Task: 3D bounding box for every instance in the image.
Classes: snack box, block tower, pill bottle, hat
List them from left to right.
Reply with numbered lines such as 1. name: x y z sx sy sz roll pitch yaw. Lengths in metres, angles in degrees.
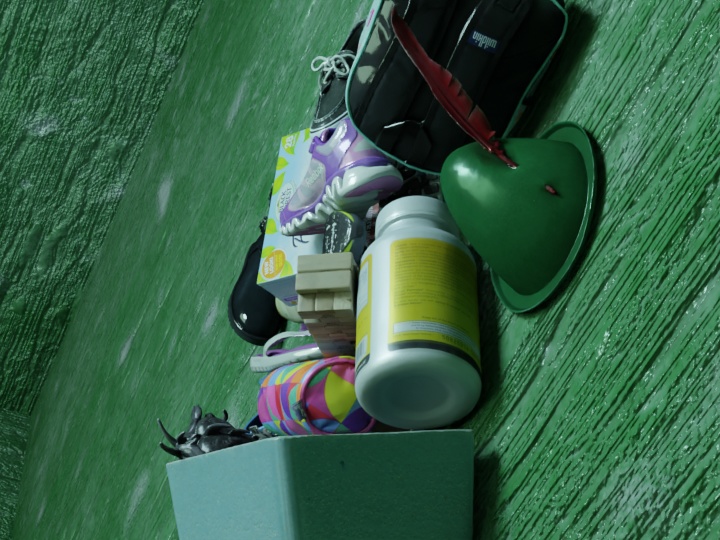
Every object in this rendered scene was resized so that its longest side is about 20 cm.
1. snack box: -0.023 -0.074 1.424 0.168 0.068 0.202 -14 54 35
2. block tower: -0.016 0.049 1.241 0.200 0.057 0.055 63 -153 -62
3. pill bottle: 0.052 0.033 1.147 0.112 0.111 0.201 -51 27 45
4. hat: 0.081 -0.079 1.067 0.166 0.175 0.201 -60 22 30

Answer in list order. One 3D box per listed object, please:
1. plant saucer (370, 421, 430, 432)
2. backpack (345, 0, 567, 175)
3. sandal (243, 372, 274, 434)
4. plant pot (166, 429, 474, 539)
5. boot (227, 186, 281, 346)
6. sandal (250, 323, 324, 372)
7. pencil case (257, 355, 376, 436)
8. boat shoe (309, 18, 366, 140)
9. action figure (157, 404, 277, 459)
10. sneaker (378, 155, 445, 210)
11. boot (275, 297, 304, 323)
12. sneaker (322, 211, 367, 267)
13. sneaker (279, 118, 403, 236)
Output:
1. plant saucer: 0.017 0.184 1.225 0.201 0.034 0.202 127 152 -44
2. backpack: 0.082 -0.197 1.187 0.153 0.174 0.201 -78 12 -75
3. sandal: -0.097 0.193 1.458 0.202 0.086 0.079 -70 21 10
4. plant pot: -0.028 0.244 1.039 0.195 0.195 0.202 -21 70 52
5. boot: -0.113 -0.021 1.706 0.201 0.076 0.169 -84 18 -48
6. sandal: -0.073 0.087 1.449 0.202 0.082 0.050 -16 80 55
7. pencil case: -0.044 0.130 1.241 0.200 0.088 0.089 162 124 -74
8. boat shoe: -0.016 -0.217 1.428 0.073 0.068 0.200 -11 34 39
9. action figure: -0.122 0.206 1.339 0.119 0.198 0.103 -115 37 -58
10. sneaker: 0.071 -0.116 1.306 0.078 0.090 0.202 -10 78 39
11. boot: -0.043 -0.026 1.528 0.155 0.071 0.202 -157 80 -72
12. sneaker: 0.000 0.000 1.282 0.200 0.080 0.075 95 179 -68
13. sneaker: -0.028 -0.095 1.288 0.200 0.080 0.089 -34 70 57
